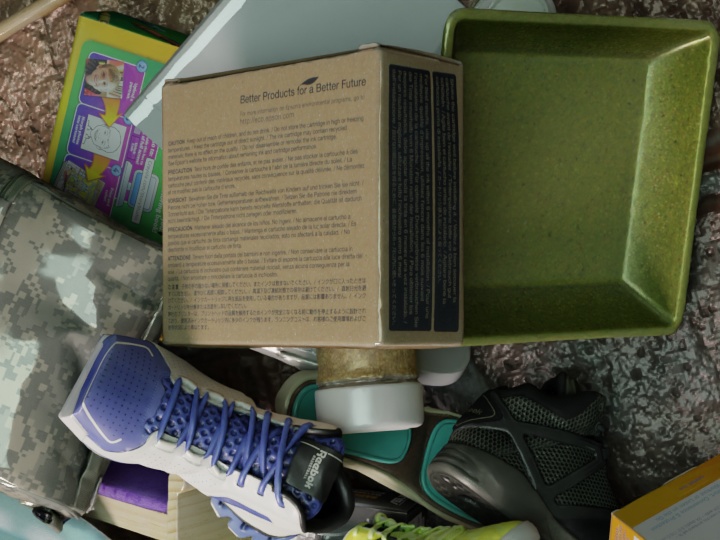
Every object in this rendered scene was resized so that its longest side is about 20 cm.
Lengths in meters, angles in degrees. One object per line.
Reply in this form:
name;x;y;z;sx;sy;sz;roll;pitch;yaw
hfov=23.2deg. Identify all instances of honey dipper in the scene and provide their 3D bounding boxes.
honey dipper;-0.230;-0.183;1.234;0.199;0.038;0.038;-28;88;15

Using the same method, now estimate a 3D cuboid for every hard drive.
hard drive;-0.039;-0.134;1.141;0.132;0.026;0.200;40;97;-14

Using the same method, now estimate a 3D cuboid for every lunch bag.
lunch bag;-0.212;0.044;1.119;0.167;0.139;0.201;23;84;19

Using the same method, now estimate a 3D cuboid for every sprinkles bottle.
sprinkles bottle;0.000;0.000;1.099;0.068;0.068;0.202;-6;85;18

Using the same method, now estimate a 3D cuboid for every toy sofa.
toy sofa;-0.165;0.125;1.192;0.199;0.082;0.099;10;102;37

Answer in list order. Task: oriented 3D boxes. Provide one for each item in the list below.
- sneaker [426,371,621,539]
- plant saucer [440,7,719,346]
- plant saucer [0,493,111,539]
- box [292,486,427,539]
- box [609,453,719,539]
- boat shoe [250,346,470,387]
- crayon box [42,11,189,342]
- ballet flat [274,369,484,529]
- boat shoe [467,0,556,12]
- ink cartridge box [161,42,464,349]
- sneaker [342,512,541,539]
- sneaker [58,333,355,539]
sneaker;0.146;0.141;1.129;0.199;0.076;0.115;38;70;-12
plant saucer;0.118;-0.059;1.081;0.048;0.198;0.202;27;115;59
plant saucer;-0.206;0.223;1.215;0.199;0.027;0.201;26;145;19
box;-0.038;0.247;1.215;0.157;0.048;0.202;7;99;18
box;0.256;0.187;1.036;0.200;0.118;0.042;40;140;41
boat shoe;-0.026;0.039;1.180;0.198;0.072;0.066;17;136;0
crayon box;-0.153;-0.065;1.209;0.118;0.058;0.202;19;102;14
ballet flat;0.032;0.119;1.166;0.199;0.070;0.070;28;106;-13
boat shoe;0.077;-0.089;1.120;0.074;0.068;0.202;17;105;-2
ink cartridge box;-0.032;-0.037;1.030;0.199;0.075;0.167;-2;87;47
sneaker;0.026;0.189;1.103;0.199;0.075;0.077;-28;83;35
sneaker;-0.072;0.103;1.059;0.115;0.199;0.081;-7;53;50
